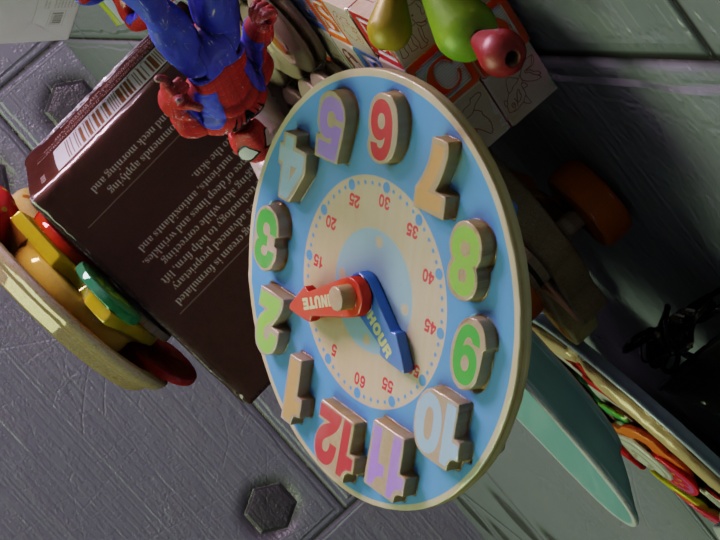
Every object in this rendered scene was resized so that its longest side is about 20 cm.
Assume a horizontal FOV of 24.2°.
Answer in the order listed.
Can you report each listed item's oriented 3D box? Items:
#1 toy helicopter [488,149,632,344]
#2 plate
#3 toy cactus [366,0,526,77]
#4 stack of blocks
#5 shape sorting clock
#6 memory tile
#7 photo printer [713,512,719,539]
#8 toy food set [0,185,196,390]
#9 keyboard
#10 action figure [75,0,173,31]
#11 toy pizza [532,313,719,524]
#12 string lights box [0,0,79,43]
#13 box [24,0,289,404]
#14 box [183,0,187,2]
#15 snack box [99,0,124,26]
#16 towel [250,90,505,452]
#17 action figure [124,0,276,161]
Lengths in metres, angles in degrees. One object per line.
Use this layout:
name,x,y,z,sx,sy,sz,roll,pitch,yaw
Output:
toy helicopter,0.086,-0.014,0.913,0.132,0.079,0.200,45,177,29
plate,0.075,0.046,0.835,0.200,0.026,0.200,48,178,3
toy cactus,-0.014,-0.165,0.683,0.200,0.102,0.165,42,-174,-21
stack of blocks,0.015,-0.116,0.835,0.115,0.059,0.200,53,172,-29
shape sorting clock,0.005,0.009,0.757,0.200,0.039,0.200,21,116,50
memory tile,-0.062,-0.140,0.878,0.200,0.017,0.153,51,173,-9
photo printer,0.257,0.158,0.797,0.166,0.069,0.200,48,173,7
toy food set,-0.192,0.008,1.132,0.198,0.049,0.200,45,180,18
keyboard,0.186,0.038,0.797,0.104,0.040,0.200,24,170,5
action figure,-0.137,-0.173,0.964,0.066,0.052,0.200,64,-177,0
toy pizza,0.174,0.101,1.049,0.200,0.032,0.200,42,179,1
string lights box,-0.221,-0.256,1.066,0.103,0.059,0.200,133,127,-64
box,-0.100,-0.051,1.137,0.200,0.166,0.164,45,179,-18
box,-0.126,-0.234,1.075,0.117,0.060,0.200,52,172,-31
snack box,-0.213,-0.281,1.336,0.169,0.068,0.200,51,171,-13
towel,0.000,0.000,0.949,0.191,0.032,0.200,50,-173,-47
action figure,-0.071,-0.105,0.764,0.052,0.065,0.200,41,168,24
